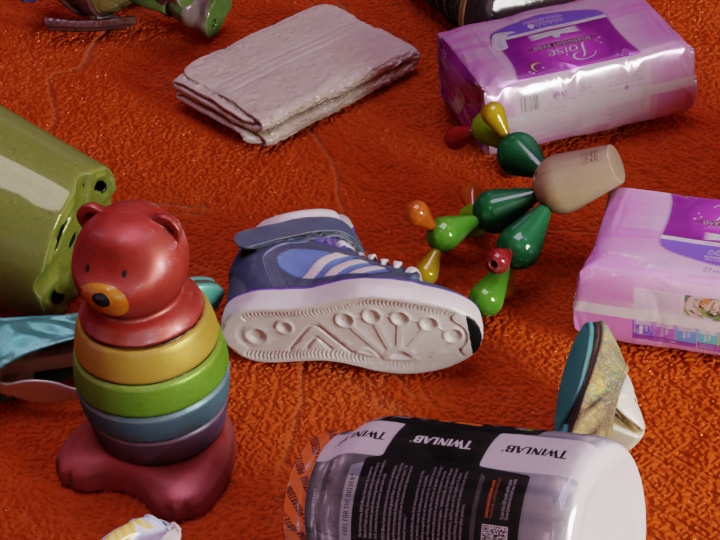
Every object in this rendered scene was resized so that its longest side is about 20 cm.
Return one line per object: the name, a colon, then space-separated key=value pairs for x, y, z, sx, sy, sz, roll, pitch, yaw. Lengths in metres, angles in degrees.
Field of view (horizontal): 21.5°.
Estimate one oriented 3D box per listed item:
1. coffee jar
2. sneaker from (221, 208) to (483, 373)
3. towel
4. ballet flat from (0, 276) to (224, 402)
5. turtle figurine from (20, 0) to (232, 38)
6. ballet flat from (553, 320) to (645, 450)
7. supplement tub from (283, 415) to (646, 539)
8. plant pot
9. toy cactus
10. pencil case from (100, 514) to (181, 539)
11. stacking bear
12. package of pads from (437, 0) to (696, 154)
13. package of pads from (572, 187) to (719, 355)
coffee jar: x=0.116 y=-0.264 z=1.753 sx=0.104 sy=0.086 sz=0.200 roll=-12 pitch=36 yaw=-17
sneaker: x=0.000 y=0.000 z=1.405 sx=0.199 sy=0.081 sz=0.147 roll=-1 pitch=40 yaw=14
towel: x=-0.057 y=-0.176 z=1.695 sx=0.199 sy=0.035 sz=0.132 roll=-29 pitch=44 yaw=-32
ballet flat: x=-0.190 y=0.059 z=1.370 sx=0.199 sy=0.067 sz=0.071 roll=-12 pitch=61 yaw=-10
turtle figurine: x=-0.212 y=-0.307 z=1.796 sx=0.193 sy=0.145 sz=0.200 roll=21 pitch=46 yaw=24
ballet flat: x=0.156 y=0.113 z=1.261 sx=0.070 sy=0.071 sz=0.200 roll=7 pitch=37 yaw=14
supplement tub: x=0.061 y=0.152 z=1.139 sx=0.199 sy=0.123 sz=0.123 roll=3 pitch=34 yaw=31
plant pot: x=-0.294 y=-0.051 z=1.441 sx=0.189 sy=0.201 sz=0.200 roll=22 pitch=41 yaw=11
toy cactus: x=0.117 y=-0.062 z=1.441 sx=0.164 sy=0.102 sz=0.201 roll=-21 pitch=34 yaw=25
pencil case: x=-0.080 y=0.220 z=1.109 sx=0.199 sy=0.083 sz=0.091 roll=25 pitch=67 yaw=33
stacking bear: x=-0.144 y=0.046 z=1.255 sx=0.121 sy=0.201 sz=0.114 roll=14 pitch=39 yaw=23
package of pads: x=0.174 y=-0.170 z=1.615 sx=0.199 sy=0.076 sz=0.121 roll=-14 pitch=36 yaw=-13
package of pads: x=0.262 y=0.004 z=1.381 sx=0.199 sy=0.076 sz=0.121 roll=8 pitch=39 yaw=16
